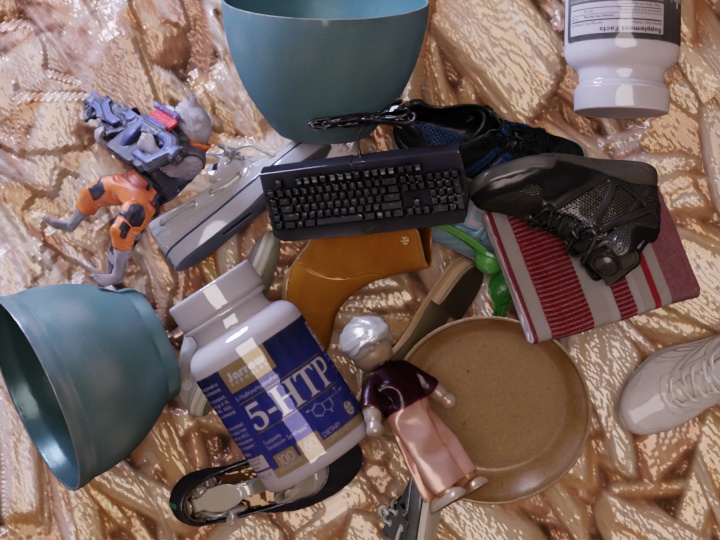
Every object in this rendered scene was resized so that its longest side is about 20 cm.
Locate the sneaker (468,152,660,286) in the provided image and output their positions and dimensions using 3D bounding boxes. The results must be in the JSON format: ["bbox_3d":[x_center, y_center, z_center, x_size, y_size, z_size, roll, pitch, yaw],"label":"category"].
[{"bbox_3d":[0.202,-0.049,1.635,0.199,0.076,0.114,4,65,-23],"label":"sneaker"}]

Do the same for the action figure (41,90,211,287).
[{"bbox_3d":[-0.223,-0.097,1.689,0.193,0.200,0.105,-47,129,3],"label":"action figure"}]

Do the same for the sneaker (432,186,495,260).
[{"bbox_3d":[0.113,-0.046,1.703,0.200,0.082,0.074,10,89,0],"label":"sneaker"}]

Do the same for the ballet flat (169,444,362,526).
[{"bbox_3d":[-0.093,0.213,1.700,0.200,0.073,0.073,-15,88,-1],"label":"ballet flat"}]

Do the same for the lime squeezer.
[{"bbox_3d":[0.121,0.009,1.692,0.071,0.038,0.200,-30,127,-12],"label":"lime squeezer"}]

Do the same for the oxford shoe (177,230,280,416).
[{"bbox_3d":[-0.138,0.047,1.706,0.058,0.075,0.200,26,90,12],"label":"oxford shoe"}]

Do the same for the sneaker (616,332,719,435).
[{"bbox_3d":[0.345,0.099,1.689,0.200,0.099,0.078,-31,88,-1],"label":"sneaker"}]

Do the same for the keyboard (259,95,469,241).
[{"bbox_3d":[0.000,-0.095,1.608,0.200,0.021,0.127,-6,105,17],"label":"keyboard"}]

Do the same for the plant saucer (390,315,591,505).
[{"bbox_3d":[0.129,0.135,1.697,0.200,0.035,0.200,2,107,6],"label":"plant saucer"}]

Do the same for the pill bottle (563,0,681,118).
[{"bbox_3d":[0.260,-0.255,1.694,0.116,0.116,0.200,1,89,0],"label":"pill bottle"}]

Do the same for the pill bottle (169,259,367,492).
[{"bbox_3d":[-0.090,0.097,1.616,0.120,0.120,0.200,-33,93,-1],"label":"pill bottle"}]

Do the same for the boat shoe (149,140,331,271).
[{"bbox_3d":[-0.129,-0.092,1.715,0.202,0.075,0.086,-38,79,6],"label":"boat shoe"}]

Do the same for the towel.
[{"bbox_3d":[0.227,-0.016,1.687,0.200,0.023,0.144,-15,77,-23],"label":"towel"}]

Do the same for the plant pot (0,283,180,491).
[{"bbox_3d":[-0.258,0.095,1.654,0.134,0.200,0.200,-24,88,-23],"label":"plant pot"}]

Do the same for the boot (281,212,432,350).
[{"bbox_3d":[0.000,-0.001,1.672,0.144,0.071,0.201,3,105,22],"label":"boot"}]

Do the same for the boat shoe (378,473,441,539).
[{"bbox_3d":[0.042,0.258,1.689,0.062,0.073,0.200,11,103,15],"label":"boat shoe"}]

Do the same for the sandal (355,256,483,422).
[{"bbox_3d":[0.035,0.065,1.718,0.070,0.078,0.212,33,80,32],"label":"sandal"}]

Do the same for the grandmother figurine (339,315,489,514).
[{"bbox_3d":[0.041,0.132,1.625,0.061,0.121,0.200,-36,77,31],"label":"grandmother figurine"}]

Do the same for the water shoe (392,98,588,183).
[{"bbox_3d":[0.131,-0.123,1.699,0.200,0.079,0.072,7,67,0],"label":"water shoe"}]

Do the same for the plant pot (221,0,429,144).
[{"bbox_3d":[-0.035,-0.199,1.667,0.200,0.200,0.135,1,109,0],"label":"plant pot"}]
